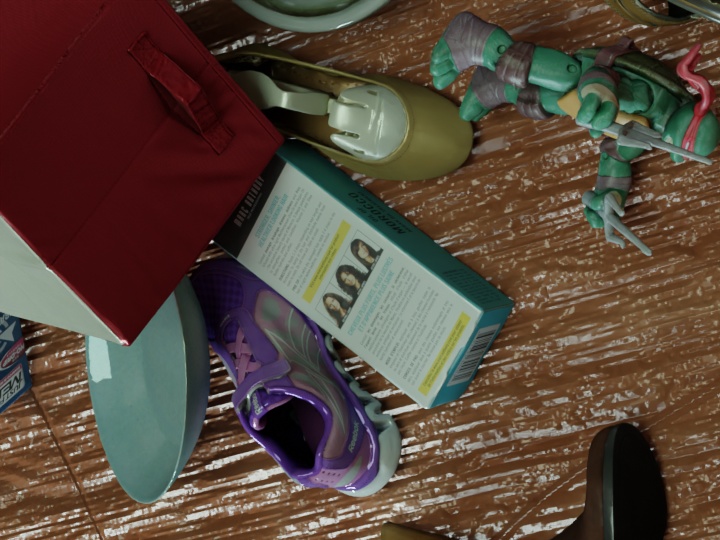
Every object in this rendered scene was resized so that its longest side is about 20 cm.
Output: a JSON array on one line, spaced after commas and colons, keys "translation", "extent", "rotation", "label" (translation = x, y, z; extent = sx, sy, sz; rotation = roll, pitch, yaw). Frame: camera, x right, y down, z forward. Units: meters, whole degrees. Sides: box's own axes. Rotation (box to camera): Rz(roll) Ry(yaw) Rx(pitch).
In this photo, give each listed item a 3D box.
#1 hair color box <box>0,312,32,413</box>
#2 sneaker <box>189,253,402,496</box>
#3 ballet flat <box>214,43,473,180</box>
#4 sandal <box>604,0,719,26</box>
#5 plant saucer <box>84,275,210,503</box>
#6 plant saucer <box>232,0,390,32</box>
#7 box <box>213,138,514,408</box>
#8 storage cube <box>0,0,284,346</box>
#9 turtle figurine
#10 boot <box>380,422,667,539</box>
[{"translation": [-0.307, 0.010, 1.732], "extent": [0.100, 0.061, 0.201], "rotation": [19, 134, 28], "label": "hair color box"}, {"translation": [-0.058, 0.071, 1.622], "extent": [0.081, 0.088, 0.200], "rotation": [-48, 70, 29], "label": "sneaker"}, {"translation": [-0.022, -0.104, 1.590], "extent": [0.199, 0.063, 0.069], "rotation": [16, 98, 28], "label": "ballet flat"}, {"translation": [0.171, -0.179, 1.461], "extent": [0.199, 0.082, 0.055], "rotation": [20, 129, 32], "label": "sandal"}, {"translation": [-0.142, 0.060, 1.666], "extent": [0.201, 0.038, 0.202], "rotation": [21, 114, 62], "label": "plant saucer"}, {"translation": [-0.025, -0.259, 1.581], "extent": [0.199, 0.050, 0.202], "rotation": [4, 98, 30], "label": "plant saucer"}, {"translation": [0.000, 0.000, 1.600], "extent": [0.200, 0.049, 0.083], "rotation": [38, 113, 21], "label": "box"}, {"translation": [-0.195, -0.080, 1.569], "extent": [0.199, 0.171, 0.180], "rotation": [13, 61, 51], "label": "storage cube"}, {"translation": [0.146, -0.093, 1.466], "extent": [0.199, 0.150, 0.101], "rotation": [25, 64, 28], "label": "turtle figurine"}, {"translation": [0.103, 0.185, 1.570], "extent": [0.199, 0.068, 0.190], "rotation": [6, 107, 38], "label": "boot"}]
